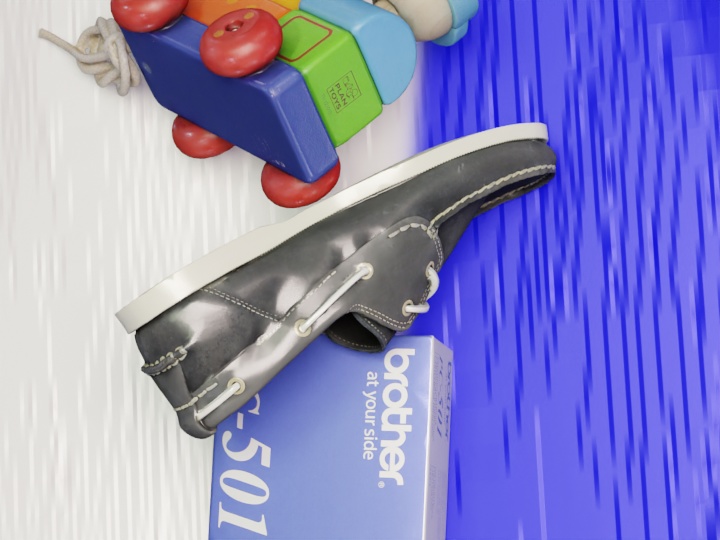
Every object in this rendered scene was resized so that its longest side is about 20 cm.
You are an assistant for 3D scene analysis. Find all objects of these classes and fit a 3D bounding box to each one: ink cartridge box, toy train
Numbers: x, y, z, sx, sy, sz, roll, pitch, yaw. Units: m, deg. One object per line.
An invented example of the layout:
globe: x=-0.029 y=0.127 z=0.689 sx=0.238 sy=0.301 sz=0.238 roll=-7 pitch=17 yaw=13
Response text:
ink cartridge box: x=-0.015 y=0.128 z=1.074 sx=0.094 sy=0.044 sz=0.201 roll=1 pitch=80 yaw=14
toy train: x=-0.047 y=-0.112 z=1.113 sx=0.116 sy=0.085 sz=0.200 roll=-38 pitch=37 yaw=-19

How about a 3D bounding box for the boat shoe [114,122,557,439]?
boat shoe: x=0.000 y=0.000 z=1.059 sx=0.200 sy=0.072 sz=0.068 roll=-28 pitch=84 yaw=-21
